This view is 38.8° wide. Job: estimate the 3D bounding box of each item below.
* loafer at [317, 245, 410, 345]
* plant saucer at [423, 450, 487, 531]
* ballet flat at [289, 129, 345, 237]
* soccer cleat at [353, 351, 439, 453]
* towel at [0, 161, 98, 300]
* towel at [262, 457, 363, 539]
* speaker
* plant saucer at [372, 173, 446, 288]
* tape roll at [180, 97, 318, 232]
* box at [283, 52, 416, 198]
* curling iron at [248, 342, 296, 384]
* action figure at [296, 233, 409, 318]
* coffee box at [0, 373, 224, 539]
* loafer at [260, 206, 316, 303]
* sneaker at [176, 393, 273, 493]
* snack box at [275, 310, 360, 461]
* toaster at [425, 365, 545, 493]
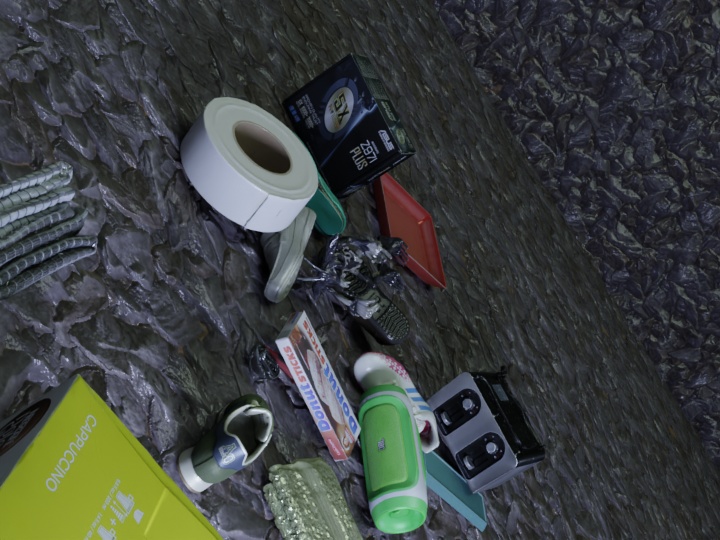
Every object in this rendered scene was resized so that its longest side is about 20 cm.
[{"bbox_3d":[-0.006,0.048,1.656,0.073,0.071,0.201,-33,82,-36],"label":"loafer"},{"bbox_3d":[0.151,0.355,1.684,0.200,0.019,0.071,46,28,-35],"label":"plant saucer"},{"bbox_3d":[-0.092,-0.144,1.701,0.202,0.067,0.070,58,-1,-9],"label":"ballet flat"},{"bbox_3d":[0.063,0.205,1.589,0.200,0.069,0.087,48,9,-32],"label":"soccer cleat"},{"bbox_3d":[-0.337,-0.002,0.879,0.087,0.164,0.200,60,24,-8],"label":"towel"},{"bbox_3d":[-0.045,0.331,1.274,0.148,0.036,0.203,4,60,-63],"label":"towel"},{"bbox_3d":[0.045,0.268,1.471,0.088,0.088,0.203,39,31,-41],"label":"speaker"},{"bbox_3d":[0.090,-0.078,2.026,0.200,0.036,0.202,40,30,-42],"label":"plant saucer"},{"bbox_3d":[-0.158,-0.153,1.477,0.201,0.071,0.204,31,32,-22],"label":"tape roll"},{"bbox_3d":[-0.020,-0.257,1.836,0.203,0.162,0.086,63,23,5],"label":"box"},{"bbox_3d":[-0.092,0.151,1.401,0.200,0.025,0.051,40,51,-50],"label":"curling iron"},{"bbox_3d":[0.000,0.000,1.558,0.101,0.121,0.198,31,28,34],"label":"action figure"},{"bbox_3d":[-0.245,0.240,0.750,0.201,0.196,0.201,53,24,-17],"label":"coffee box"},{"bbox_3d":[-0.118,-0.029,1.512,0.069,0.071,0.202,20,37,-5],"label":"loafer"},{"bbox_3d":[-0.131,0.187,1.188,0.068,0.089,0.200,58,23,-3],"label":"sneaker"},{"bbox_3d":[-0.056,0.160,1.407,0.203,0.024,0.072,66,25,-20],"label":"snack box"},{"bbox_3d":[0.220,0.272,1.771,0.199,0.118,0.183,9,50,-62],"label":"toaster"}]
